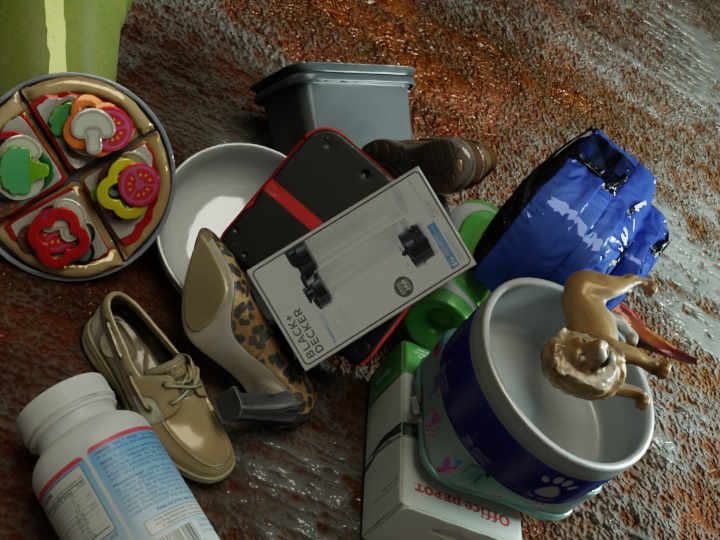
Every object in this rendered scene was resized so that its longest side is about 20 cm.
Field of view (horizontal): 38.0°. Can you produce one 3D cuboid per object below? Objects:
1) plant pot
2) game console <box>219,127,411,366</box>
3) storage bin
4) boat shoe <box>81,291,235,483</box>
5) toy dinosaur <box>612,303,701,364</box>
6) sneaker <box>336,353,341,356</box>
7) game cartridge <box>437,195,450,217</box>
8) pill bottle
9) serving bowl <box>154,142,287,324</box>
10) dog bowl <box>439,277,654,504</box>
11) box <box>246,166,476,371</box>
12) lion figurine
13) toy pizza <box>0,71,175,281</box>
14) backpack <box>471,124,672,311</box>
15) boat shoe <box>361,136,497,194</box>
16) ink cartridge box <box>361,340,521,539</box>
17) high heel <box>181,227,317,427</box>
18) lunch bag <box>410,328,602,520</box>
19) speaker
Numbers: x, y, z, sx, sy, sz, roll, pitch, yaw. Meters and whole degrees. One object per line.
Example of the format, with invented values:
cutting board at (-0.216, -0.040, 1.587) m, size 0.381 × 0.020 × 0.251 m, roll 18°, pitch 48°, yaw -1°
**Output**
plant pot at (-0.328, -0.221, 1.083) m, size 0.199 × 0.200 × 0.186 m, roll 5°, pitch 63°, yaw -33°
game console at (-0.020, -0.030, 1.080) m, size 0.200 × 0.177 × 0.031 m, roll 40°, pitch -4°, yaw 0°
storage bin at (-0.029, -0.170, 1.298) m, size 0.198 × 0.145 × 0.136 m, roll -5°, pitch 84°, yaw -39°
boat shoe at (-0.183, 0.108, 0.973) m, size 0.200 × 0.065 × 0.072 m, roll 50°, pitch 42°, yaw 11°
toy dinosaur at (0.317, 0.044, 1.349) m, size 0.183 × 0.198 × 0.105 m, roll 70°, pitch 23°, yaw -11°
sneaker at (0.010, 0.028, 1.182) m, size 0.075 × 0.079 × 0.200 m, roll 31°, pitch 36°, yaw 19°
game cartridge at (0.035, -0.060, 1.199) m, size 0.200 × 0.132 × 0.041 m, roll -103°, pitch 174°, yaw -68°
pill bottle at (-0.198, 0.189, 0.857) m, size 0.108 × 0.109 × 0.201 m, roll -18°, pitch 66°, yaw -44°
serving bowl at (-0.126, -0.032, 1.119) m, size 0.198 × 0.066 × 0.203 m, roll 7°, pitch 69°, yaw -20°
dog bowl at (0.174, 0.111, 0.981) m, size 0.198 × 0.079 × 0.202 m, roll 20°, pitch 46°, yaw -22°
box at (0.000, 0.000, 1.034) m, size 0.199 × 0.060 × 0.117 m, roll -30°, pitch 89°, yaw -4°
lion figurine at (0.216, 0.053, 0.962) m, size 0.121 × 0.073 × 0.201 m, roll 23°, pitch 30°, yaw -10°
toy pizza at (-0.274, -0.087, 1.003) m, size 0.198 × 0.202 × 0.032 m, roll 17°, pitch 5°, yaw -24°
backpack at (0.226, -0.036, 1.106) m, size 0.167 × 0.163 × 0.200 m, roll 40°, pitch 40°, yaw 12°
boat shoe at (0.073, -0.114, 1.176) m, size 0.071 × 0.199 × 0.077 m, roll -10°, pitch 102°, yaw -37°
ink cartridge box at (0.083, 0.194, 1.081) m, size 0.145 × 0.083 × 0.201 m, roll 24°, pitch 43°, yaw -19°
high heel at (-0.107, 0.060, 1.046) m, size 0.142 × 0.071 × 0.202 m, roll 16°, pitch 55°, yaw -57°
lunch bag at (0.143, 0.156, 1.038) m, size 0.198 × 0.077 × 0.162 m, roll 22°, pitch 46°, yaw -22°
speaker at (0.111, 0.003, 1.174) m, size 0.088 × 0.089 × 0.201 m, roll 35°, pitch 40°, yaw -5°
